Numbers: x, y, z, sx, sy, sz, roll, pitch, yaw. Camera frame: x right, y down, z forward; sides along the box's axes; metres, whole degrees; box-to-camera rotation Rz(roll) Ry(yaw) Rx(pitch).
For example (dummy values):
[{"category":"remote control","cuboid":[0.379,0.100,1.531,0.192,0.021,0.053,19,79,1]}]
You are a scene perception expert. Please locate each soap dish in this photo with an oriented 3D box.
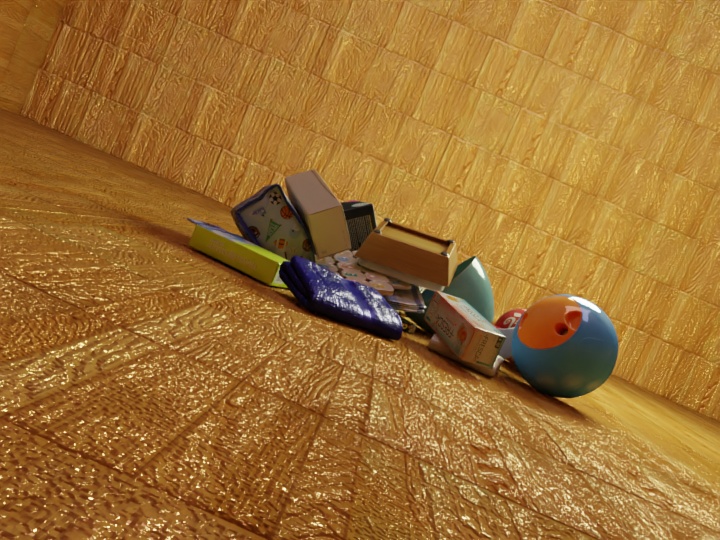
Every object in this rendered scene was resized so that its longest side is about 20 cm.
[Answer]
[{"category":"soap dish","cuboid":[0.104,-0.036,1.538,0.200,0.081,0.157,19,20,9]}]

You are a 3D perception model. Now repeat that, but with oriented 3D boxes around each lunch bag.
[{"category":"lunch bag","cuboid":[-0.165,-0.061,1.470,0.200,0.124,0.170,56,-7,-13]}]

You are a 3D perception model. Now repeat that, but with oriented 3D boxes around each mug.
[{"category":"mug","cuboid":[0.375,0.181,1.709,0.177,0.134,0.200,-11,11,-4]}]

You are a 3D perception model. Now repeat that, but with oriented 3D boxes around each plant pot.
[{"category":"plant pot","cuboid":[0.215,0.081,1.621,0.135,0.200,0.200,52,2,-2]}]

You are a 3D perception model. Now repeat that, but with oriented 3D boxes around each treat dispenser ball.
[{"category":"treat dispenser ball","cuboid":[0.396,0.147,1.436,0.201,0.201,0.201,24,3,-1]}]

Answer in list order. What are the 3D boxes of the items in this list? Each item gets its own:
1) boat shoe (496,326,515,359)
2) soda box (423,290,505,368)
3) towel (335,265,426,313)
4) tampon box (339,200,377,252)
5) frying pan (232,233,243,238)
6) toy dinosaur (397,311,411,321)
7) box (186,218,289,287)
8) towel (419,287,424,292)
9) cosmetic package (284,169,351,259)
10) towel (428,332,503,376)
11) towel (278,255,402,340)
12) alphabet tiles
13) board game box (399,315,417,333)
[{"category":"boat shoe","cuboid":[0.315,0.151,1.551,0.200,0.069,0.057,-14,-19,-18]},{"category":"soda box","cuboid":[0.183,0.103,1.328,0.068,0.064,0.200,18,12,-18]},{"category":"towel","cuboid":[0.029,0.030,1.501,0.200,0.024,0.147,10,25,-10]},{"category":"tampon box","cuboid":[-0.073,-0.079,1.682,0.200,0.126,0.150,-14,13,-14]},{"category":"frying pan","cuboid":[-0.267,-0.061,1.712,0.115,0.031,0.190,25,5,-8]},{"category":"toy dinosaur","cuboid":[0.077,0.083,1.721,0.101,0.058,0.200,9,-5,0]},{"category":"box","cuboid":[-0.211,-0.029,1.319,0.200,0.048,0.122,25,3,18]},{"category":"towel","cuboid":[0.076,0.020,1.631,0.132,0.034,0.200,23,25,12]},{"category":"cosmetic package","cuboid":[-0.089,-0.118,1.488,0.073,0.104,0.200,-19,33,-11]},{"category":"towel","cuboid":[0.205,0.157,1.405,0.132,0.034,0.200,23,3,13]},{"category":"towel","cuboid":[-0.029,0.043,1.234,0.200,0.050,0.148,21,14,-36]},{"category":"alphabet tiles","cuboid":[0.000,0.000,1.502,0.195,0.015,0.200,7,22,-16]},{"category":"board game box","cuboid":[0.020,0.076,1.522,0.105,0.023,0.200,19,6,-36]}]
